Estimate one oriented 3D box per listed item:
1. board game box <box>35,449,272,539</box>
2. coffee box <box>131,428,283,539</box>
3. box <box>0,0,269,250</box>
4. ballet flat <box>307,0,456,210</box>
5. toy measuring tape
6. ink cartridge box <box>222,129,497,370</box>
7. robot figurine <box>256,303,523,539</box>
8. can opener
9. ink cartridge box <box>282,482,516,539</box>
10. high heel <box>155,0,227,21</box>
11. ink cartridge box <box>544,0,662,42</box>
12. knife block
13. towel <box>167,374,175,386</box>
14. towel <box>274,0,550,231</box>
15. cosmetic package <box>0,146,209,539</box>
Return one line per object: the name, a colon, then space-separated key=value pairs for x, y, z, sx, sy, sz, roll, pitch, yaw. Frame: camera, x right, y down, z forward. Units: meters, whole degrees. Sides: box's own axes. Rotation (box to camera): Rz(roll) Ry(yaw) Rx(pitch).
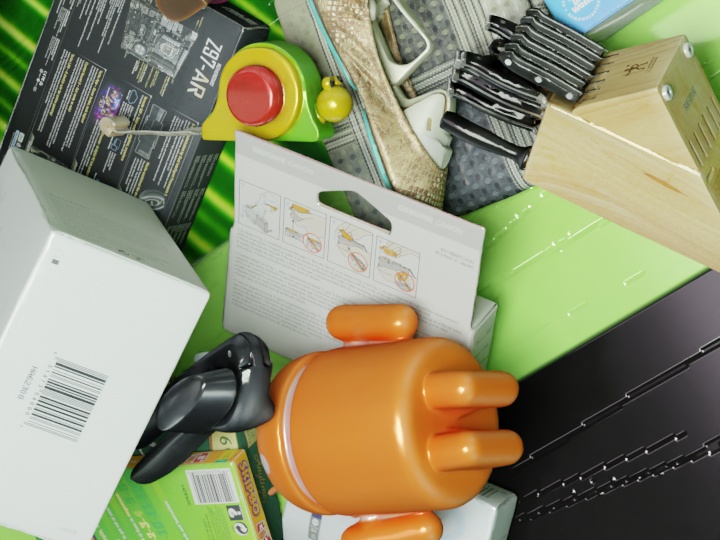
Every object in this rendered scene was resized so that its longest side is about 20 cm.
board game box: x=-0.161 y=0.185 z=1.447 sx=0.199 sy=0.030 sz=0.096 roll=-7 pitch=109 yaw=26
coffee box: x=-0.161 y=0.151 z=1.474 sx=0.199 sy=0.044 sz=0.124 roll=2 pitch=113 yaw=26
box: x=-0.175 y=-0.127 z=1.460 sx=0.160 sy=0.043 sz=0.201 roll=30 pitch=108 yaw=20
ballet flat: x=0.026 y=-0.124 z=1.320 sx=0.065 sy=0.070 sz=0.201 roll=-24 pitch=90 yaw=18
toy measuring tape: x=-0.096 y=-0.127 z=1.369 sx=0.199 sy=0.073 sz=0.074 roll=3 pitch=98 yaw=26
ink cartridge box: x=0.000 y=0.000 z=1.358 sx=0.199 sy=0.045 sz=0.177 roll=23 pitch=128 yaw=21
robot figurine: x=0.012 y=0.108 z=1.309 sx=0.199 sy=0.117 sz=0.144 roll=-8 pitch=121 yaw=39
can opener: x=-0.117 y=0.094 z=1.334 sx=0.200 sy=0.078 sz=0.064 roll=-37 pitch=50 yaw=56
ink cartridge box: x=0.013 y=0.228 z=1.413 sx=0.159 sy=0.047 sz=0.201 roll=20 pitch=103 yaw=23
high heel: x=-0.054 y=-0.237 z=1.338 sx=0.199 sy=0.096 sz=0.068 roll=-17 pitch=112 yaw=37
ink cartridge box: x=0.142 y=-0.264 z=1.273 sx=0.116 sy=0.068 sz=0.201 roll=-33 pitch=82 yaw=25
knife block: x=0.148 y=-0.079 z=1.265 sx=0.175 sy=0.064 sz=0.201 roll=-11 pitch=122 yaw=39
towel: x=-0.233 y=0.029 z=1.490 sx=0.143 sy=0.023 sz=0.201 roll=-19 pitch=104 yaw=32
towel: x=0.050 y=-0.138 z=1.361 sx=0.192 sy=0.034 sz=0.201 roll=-21 pitch=89 yaw=30
cosmetic package: x=-0.216 y=0.049 z=1.343 sx=0.200 sy=0.122 sz=0.200 roll=-63 pitch=26 yaw=10
